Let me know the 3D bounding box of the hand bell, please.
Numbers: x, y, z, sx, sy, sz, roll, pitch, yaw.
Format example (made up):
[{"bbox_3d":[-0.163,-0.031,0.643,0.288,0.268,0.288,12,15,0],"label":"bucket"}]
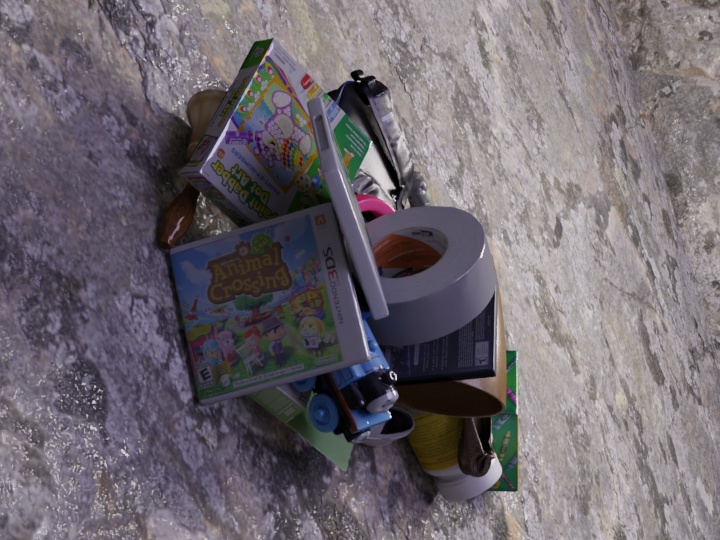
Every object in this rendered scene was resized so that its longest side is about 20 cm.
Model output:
[{"bbox_3d":[-0.192,-0.106,1.492,0.104,0.103,0.201,50,45,-34],"label":"hand bell"}]

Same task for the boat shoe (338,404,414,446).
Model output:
[{"bbox_3d":[0.004,0.193,1.649,0.199,0.068,0.073,29,48,-53],"label":"boat shoe"}]

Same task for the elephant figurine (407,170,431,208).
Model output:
[{"bbox_3d":[0.080,-0.012,1.876,0.200,0.155,0.142,51,-15,18],"label":"elephant figurine"}]

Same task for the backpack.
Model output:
[{"bbox_3d":[-0.021,-0.133,1.727,0.191,0.153,0.201,50,46,-23],"label":"backpack"}]

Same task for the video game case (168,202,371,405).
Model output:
[{"bbox_3d":[-0.103,0.037,1.420,0.022,0.198,0.184,43,32,-75],"label":"video game case"}]

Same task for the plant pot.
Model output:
[{"bbox_3d":[0.111,0.069,1.657,0.186,0.185,0.202,35,59,-48],"label":"plant pot"}]

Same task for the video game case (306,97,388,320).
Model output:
[{"bbox_3d":[-0.016,-0.072,1.457,0.183,0.022,0.201,-103,174,-57],"label":"video game case"}]

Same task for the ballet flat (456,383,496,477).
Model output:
[{"bbox_3d":[0.159,0.179,1.731,0.067,0.046,0.203,6,80,-38],"label":"ballet flat"}]

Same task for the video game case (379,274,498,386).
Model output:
[{"bbox_3d":[0.069,0.076,1.555,0.019,0.198,0.144,62,26,-48],"label":"video game case"}]

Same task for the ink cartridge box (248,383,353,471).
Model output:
[{"bbox_3d":[-0.064,0.126,1.534,0.199,0.048,0.146,39,38,-17],"label":"ink cartridge box"}]

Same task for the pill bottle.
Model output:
[{"bbox_3d":[0.117,0.216,1.795,0.202,0.113,0.114,64,28,-12],"label":"pill bottle"}]

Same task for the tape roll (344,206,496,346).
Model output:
[{"bbox_3d":[0.063,0.003,1.554,0.201,0.198,0.067,-71,150,-50],"label":"tape roll"}]

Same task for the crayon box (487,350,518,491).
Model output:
[{"bbox_3d":[0.211,0.230,1.928,0.201,0.058,0.120,83,10,-47],"label":"crayon box"}]

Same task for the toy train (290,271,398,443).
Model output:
[{"bbox_3d":[-0.027,0.096,1.462,0.086,0.114,0.201,-10,68,-50],"label":"toy train"}]

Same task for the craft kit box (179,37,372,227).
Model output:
[{"bbox_3d":[-0.095,-0.135,1.516,0.200,0.048,0.199,42,65,-35],"label":"craft kit box"}]

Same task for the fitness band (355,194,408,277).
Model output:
[{"bbox_3d":[0.000,0.000,1.657,0.143,0.037,0.202,-23,119,-31],"label":"fitness band"}]
